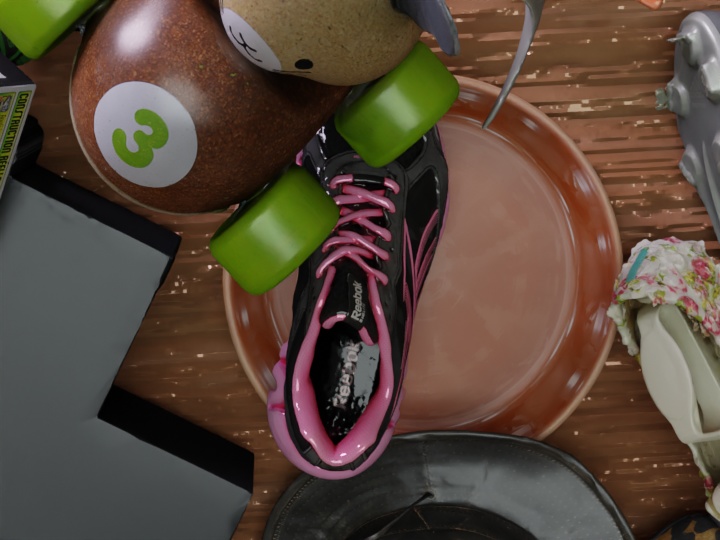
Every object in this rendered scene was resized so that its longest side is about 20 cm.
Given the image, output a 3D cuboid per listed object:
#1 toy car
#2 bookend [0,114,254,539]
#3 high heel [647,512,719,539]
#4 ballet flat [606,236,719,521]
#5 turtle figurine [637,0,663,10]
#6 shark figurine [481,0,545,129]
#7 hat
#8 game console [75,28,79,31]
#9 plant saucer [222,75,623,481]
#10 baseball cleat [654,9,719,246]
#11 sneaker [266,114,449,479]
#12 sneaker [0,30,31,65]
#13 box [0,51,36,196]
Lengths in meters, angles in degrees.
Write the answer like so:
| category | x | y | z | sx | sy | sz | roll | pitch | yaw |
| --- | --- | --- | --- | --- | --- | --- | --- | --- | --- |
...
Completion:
| category | x | y | z | sx | sy | sz | roll | pitch | yaw |
| --- | --- | --- | --- | --- | --- | --- | --- | --- | --- |
| toy car | -0.030 | -0.101 | 0.654 | 0.164 | 0.200 | 0.158 | 47 | 72 | -9 |
| bookend | -0.124 | 0.060 | 0.828 | 0.197 | 0.092 | 0.202 | 25 | 96 | -6 |
| high heel | 0.215 | 0.216 | 0.865 | 0.141 | 0.071 | 0.203 | -13 | 85 | -3 |
| ballet flat | 0.175 | 0.079 | 0.812 | 0.075 | 0.064 | 0.201 | -34 | 86 | 42 |
| turtle figurine | 0.194 | -0.196 | 0.808 | 0.197 | 0.064 | 0.164 | 5 | 93 | -6 |
| shark figurine | 0.032 | -0.175 | 0.797 | 0.215 | 0.128 | 0.090 | 51 | 137 | 13 |
| hat | 0.041 | 0.173 | 0.834 | 0.198 | 0.081 | 0.203 | 3 | 110 | 7 |
| game console | -0.163 | -0.237 | 0.758 | 0.199 | 0.117 | 0.177 | 26 | 112 | -29 |
| plant saucer | 0.031 | 0.003 | 0.852 | 0.198 | 0.032 | 0.203 | 0 | 99 | -2 |
| baseball cleat | 0.215 | -0.039 | 0.840 | 0.105 | 0.070 | 0.202 | -19 | 104 | -12 |
| sneaker | 0.000 | 0.000 | 0.785 | 0.078 | 0.095 | 0.203 | 6 | 91 | 1 |
| sneaker | -0.181 | -0.192 | 0.806 | 0.084 | 0.078 | 0.203 | 2 | 99 | -20 |
| box | -0.230 | -0.089 | 0.764 | 0.200 | 0.035 | 0.111 | 41 | 121 | 27 |
